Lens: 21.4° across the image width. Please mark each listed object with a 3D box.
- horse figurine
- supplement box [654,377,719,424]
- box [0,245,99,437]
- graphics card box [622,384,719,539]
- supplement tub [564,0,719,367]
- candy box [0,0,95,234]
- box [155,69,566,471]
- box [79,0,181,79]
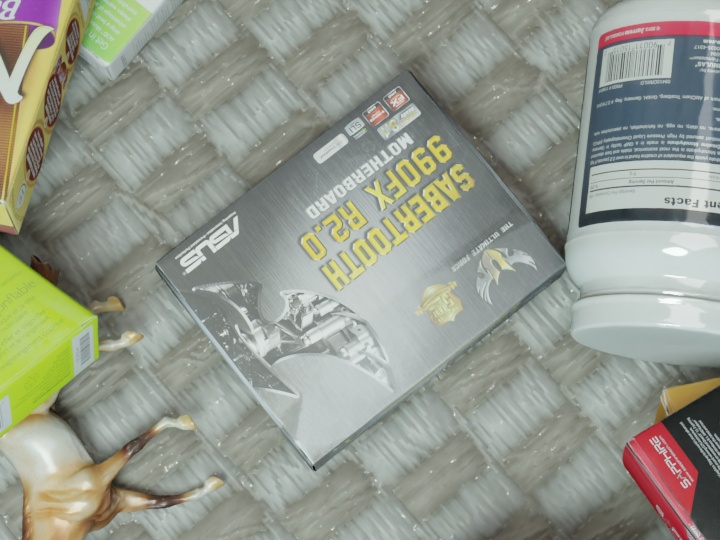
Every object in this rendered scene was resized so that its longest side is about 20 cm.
[{"bbox_3d":[-0.175,0.095,1.146,0.132,0.050,0.200,-29,81,-11],"label":"horse figurine"},{"bbox_3d":[0.277,0.091,1.128,0.199,0.069,0.067,-11,61,-6],"label":"supplement box"},{"bbox_3d":[-0.264,0.018,1.102,0.200,0.048,0.122,34,55,22],"label":"box"},{"bbox_3d":[0.262,0.101,1.059,0.200,0.051,0.126,-31,67,-11],"label":"graphics card box"},{"bbox_3d":[0.196,-0.052,1.129,0.140,0.140,0.201,7,79,2],"label":"supplement tub"},{"bbox_3d":[-0.230,-0.132,1.126,0.116,0.056,0.201,13,72,4],"label":"candy box"},{"bbox_3d":[0.000,0.000,1.165,0.200,0.048,0.159,-37,80,-7],"label":"box"},{"bbox_3d":[-0.150,-0.241,1.214,0.144,0.036,0.200,39,80,8],"label":"box"}]
